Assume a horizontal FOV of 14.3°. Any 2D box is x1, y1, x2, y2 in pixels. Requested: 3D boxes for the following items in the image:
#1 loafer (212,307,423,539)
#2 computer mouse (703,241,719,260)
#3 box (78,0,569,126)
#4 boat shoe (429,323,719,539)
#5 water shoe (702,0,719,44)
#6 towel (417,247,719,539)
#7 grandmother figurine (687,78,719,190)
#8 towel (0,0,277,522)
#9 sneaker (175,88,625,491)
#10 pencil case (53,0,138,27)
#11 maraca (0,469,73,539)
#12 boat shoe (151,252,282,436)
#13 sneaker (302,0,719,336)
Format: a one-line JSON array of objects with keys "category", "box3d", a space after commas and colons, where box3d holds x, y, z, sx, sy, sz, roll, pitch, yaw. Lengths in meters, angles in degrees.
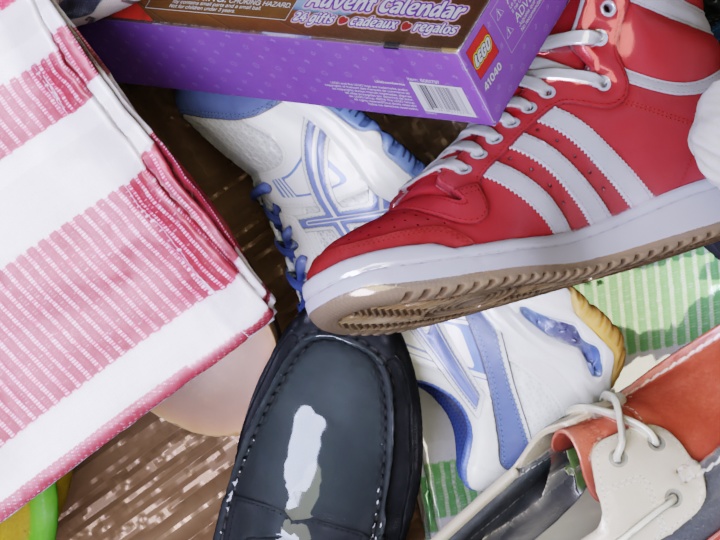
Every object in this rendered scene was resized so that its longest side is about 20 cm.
[{"category": "loafer", "box3d": [-0.021, 0.107, 1.040, 0.068, 0.070, 0.201, 15, 116, 7]}, {"category": "computer mouse", "box3d": [0.228, -0.025, 1.095, 0.199, 0.046, 0.141, -15, 116, 9]}, {"category": "box", "box3d": [-0.009, -0.123, 1.031, 0.199, 0.039, 0.137, 9, 55, 36]}, {"category": "boat shoe", "box3d": [0.083, 0.082, 1.028, 0.200, 0.071, 0.063, -43, 125, -7]}, {"category": "water shoe", "box3d": [0.141, -0.105, 1.087, 0.199, 0.079, 0.072, 9, 87, 1]}, {"category": "towel", "box3d": [0.089, 0.059, 1.105, 0.152, 0.023, 0.201, -11, 86, -1]}, {"category": "grandmother figurine", "box3d": [0.172, -0.009, 1.008, 0.060, 0.200, 0.122, -11, 53, 28]}, {"category": "towel", "box3d": [-0.140, -0.023, 0.971, 0.144, 0.023, 0.200, -36, 100, 6]}, {"category": "sneaker", "box3d": [0.000, 0.000, 1.058, 0.200, 0.075, 0.088, 39, 87, 1]}, {"category": "pencil case", "box3d": [-0.105, -0.130, 1.004, 0.199, 0.078, 0.090, -25, 62, 9]}, {"category": "maraca", "box3d": [-0.169, 0.027, 1.047, 0.107, 0.137, 0.201, -36, 117, -40]}, {"category": "boat shoe", "box3d": [-0.099, -0.023, 1.086, 0.070, 0.070, 0.200, -42, 89, 10]}, {"category": "sneaker", "box3d": [0.053, -0.048, 1.003, 0.199, 0.071, 0.113, -14, 85, -34]}]
